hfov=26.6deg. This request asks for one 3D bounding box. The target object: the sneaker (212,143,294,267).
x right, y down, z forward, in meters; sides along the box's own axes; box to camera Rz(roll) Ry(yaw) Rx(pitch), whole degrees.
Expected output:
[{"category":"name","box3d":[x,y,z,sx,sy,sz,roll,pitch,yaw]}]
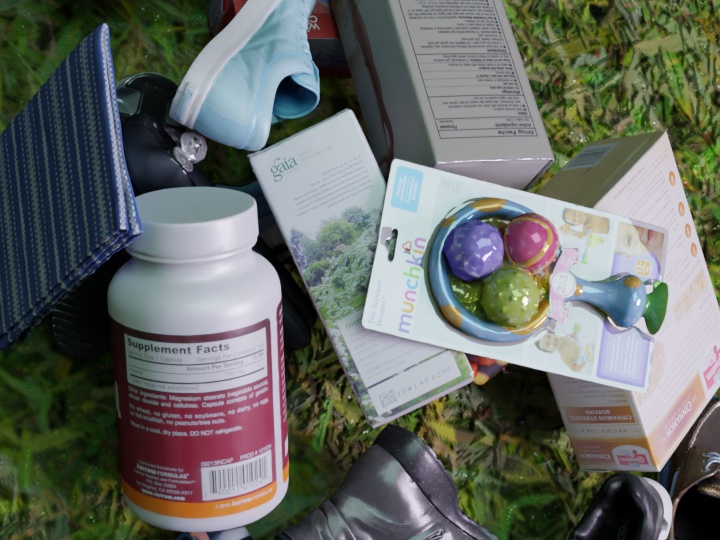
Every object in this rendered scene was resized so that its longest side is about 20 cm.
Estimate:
[{"category":"sneaker","box3d":[-0.036,-0.065,1.139,0.198,0.078,0.091,-22,75,-29]}]

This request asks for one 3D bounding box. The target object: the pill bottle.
[{"category":"pill bottle","box3d":[-0.104,0.054,0.978,0.112,0.113,0.203,-10,110,-26]}]

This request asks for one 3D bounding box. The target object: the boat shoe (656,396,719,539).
[{"category":"boat shoe","box3d":[0.265,0.178,1.162,0.072,0.072,0.201,31,60,-8]}]

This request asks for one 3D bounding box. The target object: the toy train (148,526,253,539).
[{"category":"toy train","box3d":[-0.077,0.257,0.985,0.113,0.087,0.202,-20,75,-37]}]

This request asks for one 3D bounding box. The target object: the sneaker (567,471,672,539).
[{"category":"sneaker","box3d":[0.165,0.231,1.072,0.066,0.091,0.202,13,73,26]}]

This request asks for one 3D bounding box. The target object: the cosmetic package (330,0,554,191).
[{"category":"cosmetic package","box3d":[0.056,-0.144,1.120,0.102,0.087,0.202,-2,63,-25]}]

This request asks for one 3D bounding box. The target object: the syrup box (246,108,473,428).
[{"category":"syrup box","box3d":[0.000,0.000,1.039,0.078,0.081,0.202,-25,83,-2]}]

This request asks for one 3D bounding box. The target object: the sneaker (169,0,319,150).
[{"category":"sneaker","box3d":[-0.061,-0.141,1.069,0.081,0.074,0.201,32,43,-1]}]

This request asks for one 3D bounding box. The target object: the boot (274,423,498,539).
[{"category":"boot","box3d":[0.033,0.217,1.050,0.132,0.070,0.201,-44,105,-18]}]

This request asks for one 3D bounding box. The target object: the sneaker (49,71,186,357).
[{"category":"sneaker","box3d":[-0.177,-0.039,1.078,0.073,0.088,0.203,18,86,-29]}]

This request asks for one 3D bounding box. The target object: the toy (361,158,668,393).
[{"category":"toy","box3d":[0.109,0.000,0.990,0.197,0.047,0.117,14,75,-12]}]

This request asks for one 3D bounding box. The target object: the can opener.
[{"category":"can opener","box3d":[-0.099,-0.025,1.042,0.200,0.078,0.064,44,32,-20]}]

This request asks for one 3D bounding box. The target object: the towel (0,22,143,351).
[{"category":"towel","box3d":[-0.200,-0.048,0.994,0.024,0.199,0.147,4,64,-37]}]

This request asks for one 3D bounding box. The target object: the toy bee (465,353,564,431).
[{"category":"toy bee","box3d":[0.083,0.034,1.116,0.198,0.109,0.132,30,104,8]}]

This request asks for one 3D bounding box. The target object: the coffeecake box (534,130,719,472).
[{"category":"coffeecake box","box3d":[0.195,0.023,1.132,0.153,0.072,0.202,-41,117,-45]}]

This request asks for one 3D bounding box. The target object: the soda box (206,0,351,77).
[{"category":"soda box","box3d":[-0.018,-0.197,1.209,0.197,0.063,0.071,-4,69,-23]}]
